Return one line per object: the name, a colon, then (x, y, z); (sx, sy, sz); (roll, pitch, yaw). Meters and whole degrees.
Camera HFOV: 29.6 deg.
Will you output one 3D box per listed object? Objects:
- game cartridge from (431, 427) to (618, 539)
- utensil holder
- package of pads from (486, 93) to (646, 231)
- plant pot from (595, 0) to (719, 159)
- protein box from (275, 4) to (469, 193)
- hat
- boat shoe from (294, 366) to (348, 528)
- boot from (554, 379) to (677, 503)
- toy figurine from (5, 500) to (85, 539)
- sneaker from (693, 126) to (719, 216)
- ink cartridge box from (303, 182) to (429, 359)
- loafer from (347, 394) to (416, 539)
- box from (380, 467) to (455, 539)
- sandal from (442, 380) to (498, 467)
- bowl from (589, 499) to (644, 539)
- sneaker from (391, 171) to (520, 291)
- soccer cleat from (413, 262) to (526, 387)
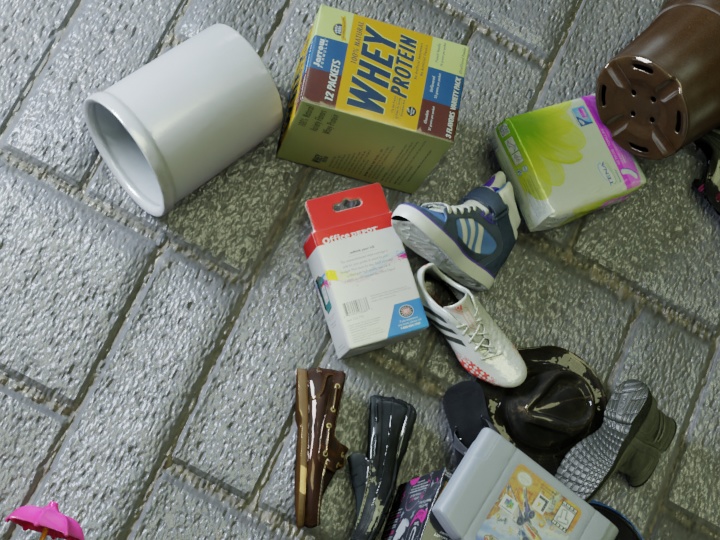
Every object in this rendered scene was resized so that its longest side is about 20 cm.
game cartridge: (0.185, 0.291, 1.542); (0.199, 0.042, 0.134); (37, 65, -5)
utensil holder: (-0.221, -0.193, 1.720); (0.199, 0.170, 0.171); (-36, 86, -23)
package of pads: (0.284, -0.148, 1.863); (0.198, 0.068, 0.156); (-18, 79, -33)
plant pot: (0.435, -0.260, 1.859); (0.197, 0.200, 0.201); (-35, 85, -34)
protein box: (0.012, -0.217, 1.764); (0.197, 0.199, 0.137); (14, 71, -9)
hat: (0.247, 0.183, 1.774); (0.197, 0.081, 0.204); (3, 75, -13)
boat shoe: (-0.049, 0.219, 1.696); (0.069, 0.070, 0.203); (4, 74, -8)
boot: (0.339, 0.251, 1.766); (0.201, 0.067, 0.131); (-52, 132, -11)
toy figurine: (-0.392, 0.357, 1.556); (0.183, 0.149, 0.202); (-33, 106, -29)
sneaker: (0.519, -0.109, 1.937); (0.082, 0.077, 0.203); (-9, 73, 2)
ink cartridge box: (0.000, 0.000, 1.771); (0.115, 0.067, 0.203); (-14, 79, -18)
loafer: (0.014, 0.253, 1.708); (0.069, 0.068, 0.203); (18, 66, 0)
box: (0.110, 0.326, 1.637); (0.131, 0.200, 0.116); (25, 72, -7)
sandal: (0.146, 0.213, 1.705); (0.075, 0.043, 0.201); (-26, 43, 0)
bowl: (0.287, 0.393, 1.749); (0.197, 0.039, 0.204); (4, 74, -13)
sneaker: (0.133, -0.079, 1.775); (0.199, 0.080, 0.148); (37, 73, -38)
soccer cleat: (0.139, 0.071, 1.762); (0.068, 0.085, 0.200); (-38, 75, -19)
